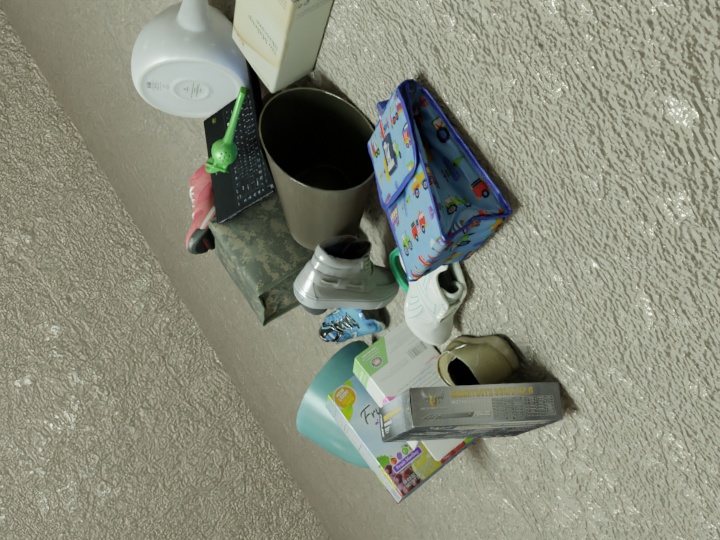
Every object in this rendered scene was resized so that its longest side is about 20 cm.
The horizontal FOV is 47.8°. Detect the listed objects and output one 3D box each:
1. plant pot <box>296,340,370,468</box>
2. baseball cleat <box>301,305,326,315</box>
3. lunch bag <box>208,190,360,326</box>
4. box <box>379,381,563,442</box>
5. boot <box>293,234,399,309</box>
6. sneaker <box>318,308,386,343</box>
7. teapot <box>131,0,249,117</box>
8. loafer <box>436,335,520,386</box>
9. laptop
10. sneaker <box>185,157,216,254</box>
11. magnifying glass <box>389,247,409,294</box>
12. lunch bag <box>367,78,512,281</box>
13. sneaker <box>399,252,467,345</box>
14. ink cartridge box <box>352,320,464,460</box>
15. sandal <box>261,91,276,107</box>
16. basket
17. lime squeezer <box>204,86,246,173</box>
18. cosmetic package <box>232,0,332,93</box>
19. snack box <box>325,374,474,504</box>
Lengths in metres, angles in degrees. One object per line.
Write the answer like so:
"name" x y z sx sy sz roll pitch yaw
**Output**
"plant pot" 0.010 0.253 1.451 0.160 0.201 0.202 33 151 25
"baseball cleat" -0.071 0.045 1.473 0.201 0.069 0.107 89 157 -56
"lunch bag" -0.113 -0.041 1.279 0.165 0.198 0.118 51 160 25
"box" 0.136 0.183 1.044 0.159 0.196 0.049 121 146 -68
"boot" 0.000 0.000 1.167 0.074 0.198 0.096 51 126 28
"sneaker" -0.021 0.098 1.423 0.079 0.089 0.200 56 159 0
"teapot" -0.257 -0.338 1.250 0.197 0.197 0.149 27 -126 -53
"loafer" 0.146 0.134 1.124 0.077 0.067 0.200 56 159 4
"laptop" -0.186 -0.193 1.169 0.198 0.102 0.180 -24 67 34
"sneaker" -0.247 -0.115 1.323 0.085 0.202 0.074 18 153 10
"magnifying glass" 0.070 -0.027 1.129 0.080 0.022 0.201 47 157 26
"lunch bag" 0.072 -0.112 0.937 0.203 0.093 0.151 66 163 12
"sneaker" 0.101 0.035 1.081 0.080 0.070 0.202 35 150 40
"ink cartridge box" 0.092 0.191 1.261 0.201 0.116 0.068 51 160 18
"sandal" -0.140 -0.203 1.307 0.054 0.082 0.201 29 147 8
"basket" -0.053 -0.122 1.123 0.180 0.136 0.201 42 160 19
"lime squeezer" -0.199 -0.169 1.146 0.200 0.037 0.072 131 131 -55
"cosmetic package" -0.099 -0.323 1.009 0.104 0.073 0.200 54 159 8
"snack box" 0.066 0.243 1.324 0.201 0.168 0.068 49 158 18
